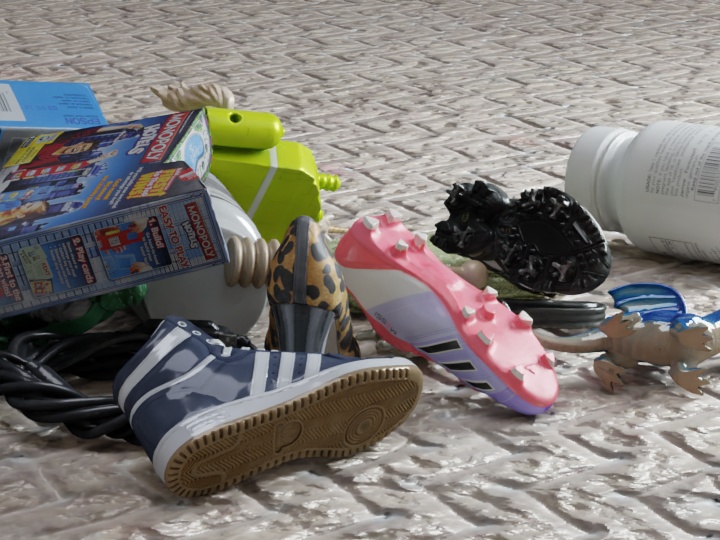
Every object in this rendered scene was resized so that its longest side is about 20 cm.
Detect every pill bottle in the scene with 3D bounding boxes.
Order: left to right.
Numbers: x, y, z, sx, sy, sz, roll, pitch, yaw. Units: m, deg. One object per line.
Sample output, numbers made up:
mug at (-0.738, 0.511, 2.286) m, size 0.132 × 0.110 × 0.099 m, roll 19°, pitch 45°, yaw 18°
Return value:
pill bottle at (-0.134, -0.012, 1.693) m, size 0.113 × 0.115 × 0.200 m, roll -5°, pitch 16°, yaw -12°
pill bottle at (0.279, -0.068, 1.861) m, size 0.199 × 0.115 × 0.114 m, roll 11°, pitch 19°, yaw 38°

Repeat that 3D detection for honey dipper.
honey dipper at (0.000, 0.000, 1.605) m, size 0.199 × 0.038 × 0.038 m, roll 4°, pitch 13°, yaw -16°

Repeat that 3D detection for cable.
cable at (-0.168, 0.079, 1.506) m, size 0.199 × 0.051 × 0.163 m, roll 3°, pitch 21°, yaw 7°
cable at (0.088, 0.043, 1.652) m, size 0.199 × 0.051 × 0.097 m, roll 4°, pitch -2°, yaw -32°

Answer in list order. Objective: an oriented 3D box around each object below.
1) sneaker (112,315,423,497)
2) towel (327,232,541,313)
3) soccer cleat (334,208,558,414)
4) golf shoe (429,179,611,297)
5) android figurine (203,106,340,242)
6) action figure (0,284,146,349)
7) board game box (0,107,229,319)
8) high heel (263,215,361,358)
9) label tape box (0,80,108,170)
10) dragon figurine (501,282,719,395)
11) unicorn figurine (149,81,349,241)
sneaker at (-0.063, 0.072, 1.405) m, size 0.199 × 0.070 × 0.108 m, roll -15°, pitch 42°, yaw -32°
towel at (0.060, -0.003, 1.792) m, size 0.199 × 0.037 × 0.148 m, roll -5°, pitch 15°, yaw -12°
soccer cleat at (0.057, 0.040, 1.528) m, size 0.200 × 0.077 × 0.067 m, roll 43°, pitch 35°, yaw 22°
golf shoe at (0.142, -0.019, 1.657) m, size 0.094 × 0.078 × 0.200 m, roll 27°, pitch 0°, yaw -33°
android figurine at (-0.117, -0.068, 1.840) m, size 0.199 × 0.182 × 0.041 m, roll 5°, pitch 53°, yaw -19°
action figure at (-0.238, 0.024, 1.614) m, size 0.199 × 0.055 × 0.118 m, roll -9°, pitch 22°, yaw 29°
board game box at (-0.177, -0.043, 1.574) m, size 0.199 × 0.062 × 0.200 m, roll -7°, pitch 27°, yaw 19°
high heel at (-0.032, 0.013, 1.528) m, size 0.071 × 0.144 × 0.200 m, roll 3°, pitch 16°, yaw 1°
label tape box at (-0.300, -0.057, 1.748) m, size 0.143 × 0.201 × 0.063 m, roll -1°, pitch 44°, yaw -33°
dragon figurine at (0.203, 0.045, 1.559) m, size 0.199 × 0.059 × 0.099 m, roll 2°, pitch 15°, yaw 10°
unicorn figurine at (-0.110, -0.076, 1.931) m, size 0.137 × 0.201 × 0.074 m, roll -11°, pitch 34°, yaw 28°
